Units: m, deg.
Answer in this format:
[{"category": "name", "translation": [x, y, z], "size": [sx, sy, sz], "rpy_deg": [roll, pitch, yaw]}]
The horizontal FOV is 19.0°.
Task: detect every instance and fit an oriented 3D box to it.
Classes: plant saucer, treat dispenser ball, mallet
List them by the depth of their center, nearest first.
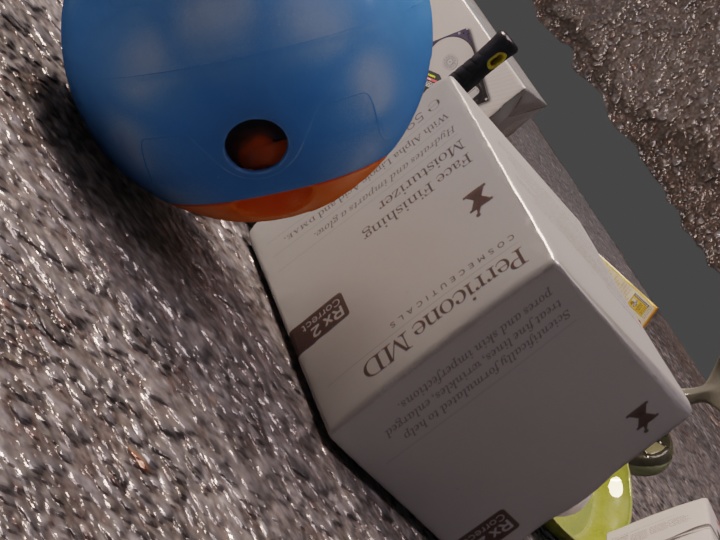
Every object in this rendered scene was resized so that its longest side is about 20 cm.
[{"category": "treat dispenser ball", "translation": [-0.060, -0.127, 1.149], "size": [0.201, 0.200, 0.201], "rpy_deg": [51, 11, -13]}, {"category": "mallet", "translation": [0.013, -0.084, 1.346], "size": [0.066, 0.200, 0.041], "rpy_deg": [33, 15, -44]}, {"category": "plant saucer", "translation": [0.135, 0.115, 1.572], "size": [0.200, 0.031, 0.201], "rpy_deg": [42, 35, -38]}]

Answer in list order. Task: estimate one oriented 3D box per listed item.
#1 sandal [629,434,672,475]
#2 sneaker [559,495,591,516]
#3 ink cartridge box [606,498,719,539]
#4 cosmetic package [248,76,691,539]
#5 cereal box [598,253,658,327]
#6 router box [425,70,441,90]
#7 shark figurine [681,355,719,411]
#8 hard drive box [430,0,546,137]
[{"category": "sandal", "translation": [0.217, 0.137, 1.885], "size": [0.201, 0.079, 0.058], "rpy_deg": [-107, -164, -66]}, {"category": "sneaker", "translation": [0.090, 0.075, 1.439], "size": [0.200, 0.085, 0.073], "rpy_deg": [48, 50, 10]}, {"category": "ink cartridge box", "translation": [0.228, 0.253, 1.445], "size": [0.200, 0.082, 0.148], "rpy_deg": [-56, 122, -79]}, {"category": "cosmetic package", "translation": [0.061, 0.030, 1.277], "size": [0.165, 0.164, 0.201], "rpy_deg": [45, 12, -38]}, {"category": "cereal box", "translation": [0.155, -0.008, 1.897], "size": [0.200, 0.040, 0.144], "rpy_deg": [43, -19, -5]}, {"category": "router box", "translation": [0.007, -0.104, 1.615], "size": [0.199, 0.062, 0.150], "rpy_deg": [17, 35, -44]}, {"category": "shark figurine", "translation": [0.217, 0.109, 1.796], "size": [0.213, 0.128, 0.090], "rpy_deg": [18, 47, -16]}, {"category": "hard drive box", "translation": [0.045, -0.185, 1.926], "size": [0.201, 0.155, 0.077], "rpy_deg": [56, 12, 19]}]
